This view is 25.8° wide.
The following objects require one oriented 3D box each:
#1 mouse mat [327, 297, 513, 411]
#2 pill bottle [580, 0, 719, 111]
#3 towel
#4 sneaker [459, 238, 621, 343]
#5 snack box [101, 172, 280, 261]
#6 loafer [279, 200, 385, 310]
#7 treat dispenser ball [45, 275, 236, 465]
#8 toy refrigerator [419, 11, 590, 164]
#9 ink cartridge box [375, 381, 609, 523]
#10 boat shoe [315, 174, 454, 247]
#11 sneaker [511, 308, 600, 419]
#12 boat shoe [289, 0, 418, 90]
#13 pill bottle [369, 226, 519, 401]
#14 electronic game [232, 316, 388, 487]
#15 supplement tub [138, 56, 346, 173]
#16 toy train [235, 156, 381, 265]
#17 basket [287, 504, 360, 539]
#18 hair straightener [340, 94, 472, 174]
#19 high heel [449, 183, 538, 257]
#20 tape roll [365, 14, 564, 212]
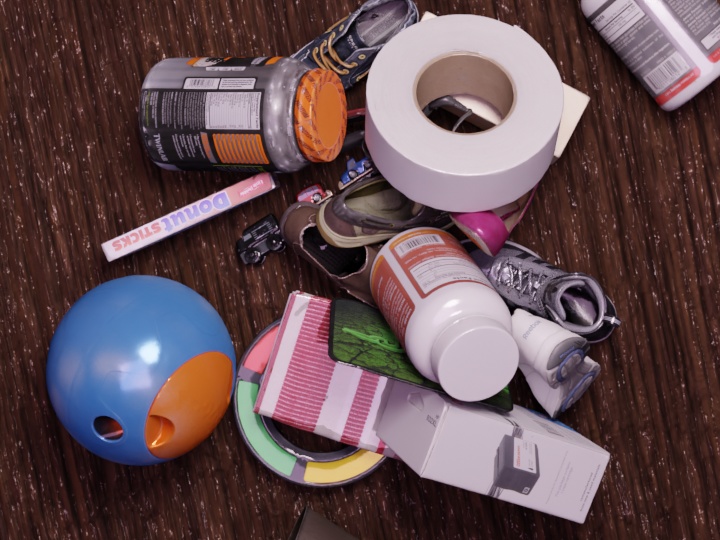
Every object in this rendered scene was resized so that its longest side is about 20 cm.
[{"bbox_3d":[0.062,0.086,1.647,0.199,0.161,0.008,18,111,-7],"label":"mouse mat"},{"bbox_3d":[0.307,-0.279,1.671,0.116,0.116,0.200,-39,91,4],"label":"pill bottle"},{"bbox_3d":[-0.002,0.117,1.716,0.199,0.023,0.145,18,89,-5],"label":"towel"},{"bbox_3d":[0.189,0.016,1.689,0.199,0.114,0.076,24,87,0],"label":"sneaker"},{"bbox_3d":[-0.184,-0.061,1.724,0.199,0.072,0.024,-24,93,3],"label":"snack box"},{"bbox_3d":[0.000,0.000,1.705,0.200,0.071,0.073,28,101,-14],"label":"loafer"},{"bbox_3d":[-0.232,0.106,1.671,0.200,0.201,0.202,0,93,2],"label":"treat dispenser ball"},{"bbox_3d":[0.140,-0.196,1.708,0.200,0.070,0.076,27,86,0],"label":"toy refrigerator"},{"bbox_3d":[0.136,0.183,1.655,0.199,0.145,0.084,19,95,-22],"label":"ink cartridge box"},{"bbox_3d":[0.050,-0.073,1.674,0.200,0.066,0.072,-14,76,-30],"label":"boat shoe"},{"bbox_3d":[0.200,0.093,1.666,0.075,0.200,0.087,-45,66,-11],"label":"sneaker"},{"bbox_3d":[-0.024,-0.233,1.699,0.200,0.091,0.071,-39,91,4],"label":"boat shoe"},{"bbox_3d":[0.087,0.046,1.603,0.112,0.200,0.113,-8,120,-14],"label":"pill bottle"},{"bbox_3d":[-0.043,0.141,1.744,0.199,0.042,0.201,0,93,3],"label":"electronic game"},{"bbox_3d":[-0.123,-0.165,1.665,0.199,0.122,0.123,3,93,22],"label":"supplement tub"},{"bbox_3d":[-0.051,-0.072,1.739,0.200,0.034,0.046,-31,80,4],"label":"toy train"},{"bbox_3d":[-0.003,0.375,1.713,0.199,0.136,0.181,22,97,-3],"label":"basket"},{"bbox_3d":[0.028,-0.142,1.696,0.199,0.041,0.077,-10,86,21],"label":"hair straightener"},{"bbox_3d":[0.151,-0.070,1.646,0.067,0.200,0.096,45,100,5],"label":"high heel"},{"bbox_3d":[0.104,-0.161,1.596,0.202,0.071,0.203,0,59,0],"label":"tape roll"}]
